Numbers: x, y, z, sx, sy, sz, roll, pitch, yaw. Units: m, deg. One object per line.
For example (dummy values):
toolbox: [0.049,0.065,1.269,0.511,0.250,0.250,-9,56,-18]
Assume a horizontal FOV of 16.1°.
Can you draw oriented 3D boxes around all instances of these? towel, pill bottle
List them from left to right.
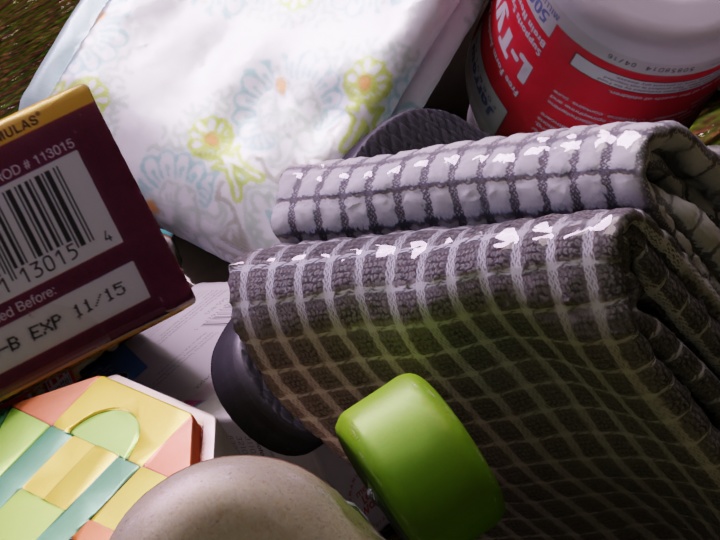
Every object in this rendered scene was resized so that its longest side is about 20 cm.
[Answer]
towel: [-0.047,-0.108,1.176,0.171,0.048,0.200,26,80,28]
towel: [0.074,0.043,0.841,0.165,0.200,0.086,-8,46,41]
pill bottle: [0.112,-0.106,1.168,0.112,0.112,0.200,-31,-14,-22]

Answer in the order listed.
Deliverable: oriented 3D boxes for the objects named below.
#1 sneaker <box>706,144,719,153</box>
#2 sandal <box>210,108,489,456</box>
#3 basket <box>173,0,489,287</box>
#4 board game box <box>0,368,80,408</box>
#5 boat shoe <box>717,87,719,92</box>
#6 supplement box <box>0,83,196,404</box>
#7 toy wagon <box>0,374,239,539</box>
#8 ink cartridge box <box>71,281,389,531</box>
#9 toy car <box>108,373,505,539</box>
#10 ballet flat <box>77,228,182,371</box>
sneaker: [0.207,-0.047,1.107,0.099,0.078,0.200,0,34,25]
sandal: [-0.001,0.000,0.999,0.043,0.076,0.200,-37,5,46]
basket: [-0.006,-0.094,1.332,0.200,0.136,0.180,-28,-23,-36]
board game box: [-0.239,0.109,1.191,0.151,0.046,0.200,-8,25,34]
boat shoe: [0.263,-0.141,1.263,0.200,0.076,0.072,-29,23,-12]
supplement box: [-0.167,0.007,1.081,0.131,0.103,0.200,-28,2,-17]
toy wagon: [-0.132,0.122,0.933,0.155,0.040,0.200,18,55,46]
ink cartridge box: [-0.022,0.058,1.065,0.200,0.068,0.115,-2,29,43]
toy car: [-0.020,0.137,0.828,0.164,0.158,0.200,-33,-4,-6]
ballet flat: [-0.177,0.036,1.308,0.200,0.072,0.072,-17,21,21]
